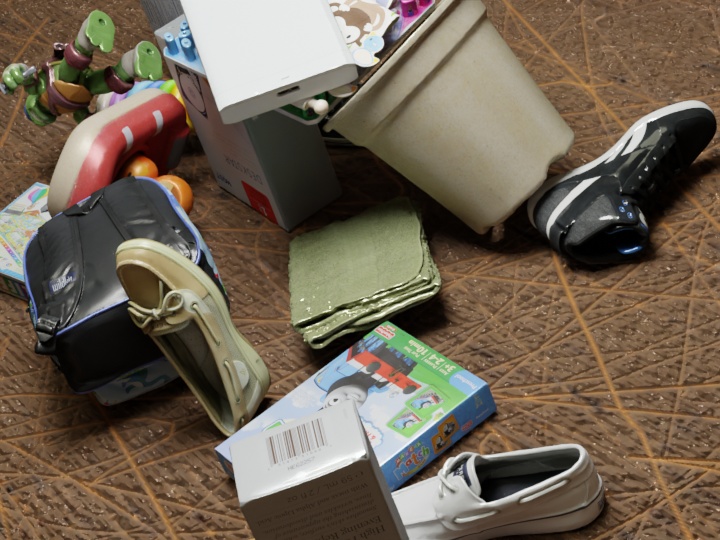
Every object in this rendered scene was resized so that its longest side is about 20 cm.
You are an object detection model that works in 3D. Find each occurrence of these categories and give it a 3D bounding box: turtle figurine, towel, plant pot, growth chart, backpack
[{"bbox_3d":[-0.315,-0.177,1.889,0.193,0.144,0.200,-33,6,38],"label":"turtle figurine"},{"bbox_3d":[0.000,0.000,1.658,0.147,0.037,0.200,-21,28,4],"label":"towel"},{"bbox_3d":[0.096,-0.143,1.651,0.200,0.183,0.200,-45,5,5],"label":"plant pot"},{"bbox_3d":[-0.035,-0.230,1.649,0.144,0.018,0.201,18,57,26],"label":"growth chart"},{"bbox_3d":[-0.228,0.020,1.671,0.182,0.148,0.200,-26,39,-5],"label":"backpack"}]

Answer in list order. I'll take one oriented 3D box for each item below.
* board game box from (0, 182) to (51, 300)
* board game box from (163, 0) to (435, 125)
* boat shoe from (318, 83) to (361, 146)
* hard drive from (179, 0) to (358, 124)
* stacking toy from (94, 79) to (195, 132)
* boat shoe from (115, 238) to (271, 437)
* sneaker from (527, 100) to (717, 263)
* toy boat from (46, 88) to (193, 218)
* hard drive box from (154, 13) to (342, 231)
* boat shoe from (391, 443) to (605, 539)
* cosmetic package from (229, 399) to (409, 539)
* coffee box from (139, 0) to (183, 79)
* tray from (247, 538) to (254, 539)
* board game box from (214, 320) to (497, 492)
[{"bbox_3d":[-0.334,-0.026,1.887,0.199,0.034,0.134,17,51,42],"label":"board game box"},{"bbox_3d":[-0.061,-0.244,1.695,0.199,0.026,0.200,26,59,30],"label":"board game box"},{"bbox_3d":[-0.026,-0.179,1.903,0.198,0.063,0.075,2,39,28],"label":"boat shoe"},{"bbox_3d":[-0.092,-0.230,1.633,0.131,0.026,0.201,-19,50,-3],"label":"hard drive"},{"bbox_3d":[-0.203,-0.180,1.954,0.199,0.086,0.086,-4,38,37],"label":"stacking toy"},{"bbox_3d":[-0.153,0.059,1.536,0.073,0.201,0.063,-11,36,33],"label":"boat shoe"},{"bbox_3d":[0.261,-0.070,1.604,0.199,0.073,0.112,-32,38,0],"label":"sneaker"},{"bbox_3d":[-0.231,-0.095,1.813,0.130,0.131,0.200,35,38,14],"label":"toy boat"},{"bbox_3d":[-0.115,-0.163,1.806,0.077,0.201,0.156,-35,36,-18],"label":"hard drive box"},{"bbox_3d":[0.090,0.172,1.370,0.198,0.066,0.074,-14,36,11],"label":"boat shoe"},{"bbox_3d":[-0.017,0.200,1.273,0.101,0.201,0.074,-20,34,3],"label":"cosmetic package"},{"bbox_3d":[-0.129,-0.328,2.032,0.199,0.201,0.197,-37,37,-22],"label":"coffee box"},{"bbox_3d":[-0.115,0.297,1.342,0.098,0.037,0.201,-16,36,9],"label":"tray"},{"bbox_3d":[-0.005,0.137,1.494,0.199,0.037,0.151,-37,37,-19],"label":"board game box"}]
